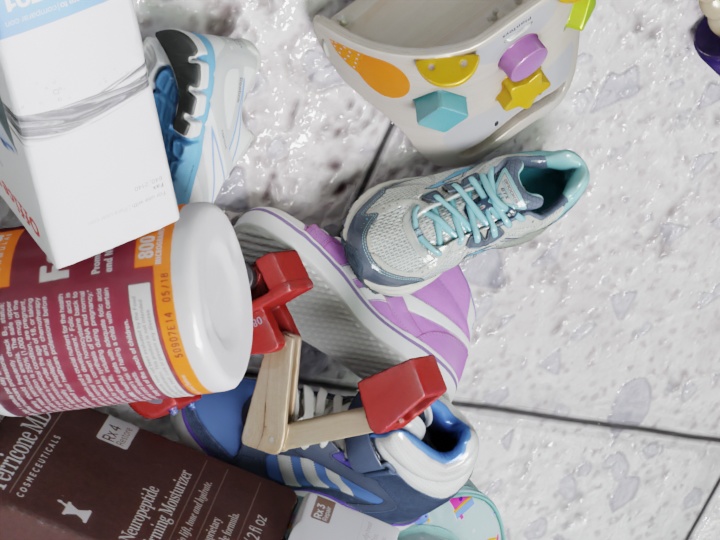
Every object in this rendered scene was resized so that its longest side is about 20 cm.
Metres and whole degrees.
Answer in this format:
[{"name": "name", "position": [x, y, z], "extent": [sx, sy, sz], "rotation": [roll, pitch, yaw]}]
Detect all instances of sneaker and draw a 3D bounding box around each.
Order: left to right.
[{"name": "sneaker", "position": [-0.108, -0.061, 1.303], "extent": [0.086, 0.075, 0.201], "rotation": [-12, 134, -46]}, {"name": "sneaker", "position": [-0.016, 0.099, 1.389], "extent": [0.199, 0.081, 0.147], "rotation": [26, 143, -10]}, {"name": "sneaker", "position": [0.000, 0.000, 1.424], "extent": [0.200, 0.072, 0.115], "rotation": [42, 52, -24]}, {"name": "sneaker", "position": [0.073, -0.045, 1.395], "extent": [0.199, 0.078, 0.086], "rotation": [-23, 176, -37]}]

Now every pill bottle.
[{"name": "pill bottle", "position": [-0.174, 0.026, 1.233], "extent": [0.199, 0.115, 0.115], "rotation": [-8, 132, 13]}]

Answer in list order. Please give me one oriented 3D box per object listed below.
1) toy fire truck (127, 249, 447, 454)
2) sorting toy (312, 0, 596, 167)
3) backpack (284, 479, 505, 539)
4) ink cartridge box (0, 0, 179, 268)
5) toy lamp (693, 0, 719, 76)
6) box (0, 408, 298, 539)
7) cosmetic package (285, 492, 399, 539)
[{"name": "toy fire truck", "position": [-0.059, 0.065, 1.332], "extent": [0.199, 0.142, 0.049], "rotation": [-28, 172, 18]}, {"name": "sorting toy", "position": [0.090, -0.145, 1.373], "extent": [0.200, 0.107, 0.180], "rotation": [-35, 152, -8]}, {"name": "backpack", "position": [0.016, 0.228, 1.525], "extent": [0.199, 0.153, 0.177], "rotation": [-26, 126, -25]}, {"name": "ink cartridge box", "position": [-0.181, -0.126, 1.154], "extent": [0.086, 0.146, 0.201], "rotation": [-23, 130, -20]}, {"name": "toy lamp", "position": [0.242, -0.204, 1.441], "extent": [0.058, 0.058, 0.200], "rotation": [-40, 134, -3]}, {"name": "box", "position": [-0.168, 0.206, 1.319], "extent": [0.199, 0.166, 0.165], "rotation": [22, 111, -1]}, {"name": "cosmetic package", "position": [-0.043, 0.256, 1.347], "extent": [0.074, 0.102, 0.201], "rotation": [23, 126, -1]}]
